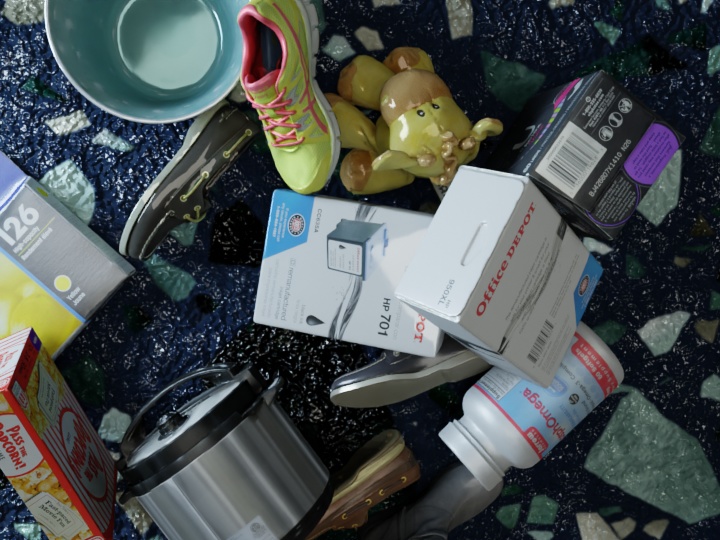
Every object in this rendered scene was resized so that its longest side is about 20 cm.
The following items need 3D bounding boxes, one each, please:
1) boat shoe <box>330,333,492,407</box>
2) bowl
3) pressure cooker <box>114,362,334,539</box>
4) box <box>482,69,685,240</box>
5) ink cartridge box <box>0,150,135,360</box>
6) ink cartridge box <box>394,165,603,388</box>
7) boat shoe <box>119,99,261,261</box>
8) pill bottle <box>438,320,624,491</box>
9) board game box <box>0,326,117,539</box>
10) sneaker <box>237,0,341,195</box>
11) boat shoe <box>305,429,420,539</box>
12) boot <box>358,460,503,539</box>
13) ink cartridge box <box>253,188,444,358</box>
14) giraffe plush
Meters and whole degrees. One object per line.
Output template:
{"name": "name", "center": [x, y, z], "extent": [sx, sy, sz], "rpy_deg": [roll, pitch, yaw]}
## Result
{"name": "boat shoe", "center": [0.057, 0.106, 0.813], "extent": [0.199, 0.073, 0.063], "rpy_deg": [-17, 59, 1]}
{"name": "bowl", "center": [-0.205, -0.248, 0.719], "extent": [0.200, 0.105, 0.202], "rpy_deg": [-1, 97, -5]}
{"name": "pressure cooker", "center": [-0.144, 0.201, 0.732], "extent": [0.200, 0.178, 0.176], "rpy_deg": [53, 48, -5]}
{"name": "box", "center": [0.212, -0.114, 0.722], "extent": [0.106, 0.200, 0.122], "rpy_deg": [36, 92, -7]}
{"name": "ink cartridge box", "center": [-0.388, 0.007, 0.761], "extent": [0.200, 0.047, 0.198], "rpy_deg": [43, 92, -10]}
{"name": "ink cartridge box", "center": [0.144, 0.011, 0.689], "extent": [0.200, 0.084, 0.145], "rpy_deg": [35, 79, -45]}
{"name": "boat shoe", "center": [-0.184, -0.090, 0.754], "extent": [0.060, 0.072, 0.202], "rpy_deg": [34, 90, -4]}
{"name": "pill bottle", "center": [0.188, 0.148, 0.787], "extent": [0.200, 0.109, 0.109], "rpy_deg": [-42, 98, -4]}
{"name": "board game box", "center": [-0.315, 0.175, 0.708], "extent": [0.046, 0.152, 0.201], "rpy_deg": [-24, 113, -9]}
{"name": "sneaker", "center": [-0.079, -0.166, 0.673], "extent": [0.078, 0.090, 0.201], "rpy_deg": [-2, 110, 28]}
{"name": "boat shoe", "center": [-0.017, 0.270, 0.808], "extent": [0.200, 0.072, 0.068], "rpy_deg": [-37, 96, -3]}
{"name": "boot", "center": [0.090, 0.296, 0.789], "extent": [0.200, 0.132, 0.070], "rpy_deg": [-34, 97, -1]}
{"name": "ink cartridge box", "center": [0.000, 0.000, 0.754], "extent": [0.199, 0.086, 0.147], "rpy_deg": [10, 95, 10]}
{"name": "giraffe plush", "center": [0.054, -0.143, 0.724], "extent": [0.200, 0.162, 0.173], "rpy_deg": [42, 91, -7]}
